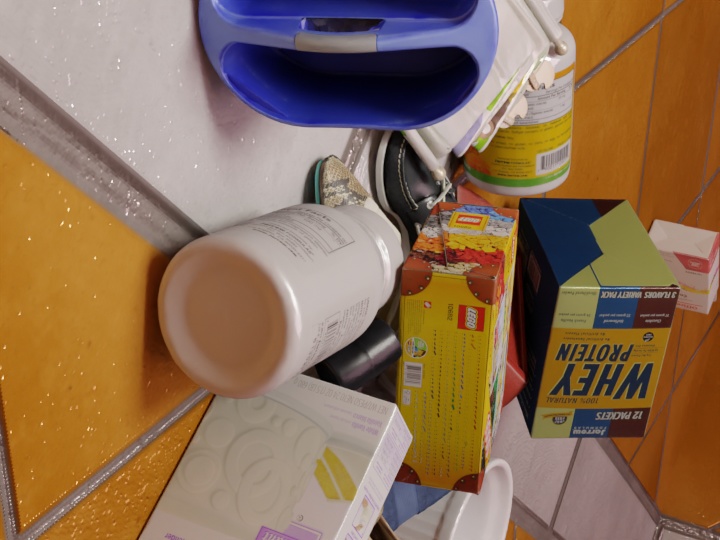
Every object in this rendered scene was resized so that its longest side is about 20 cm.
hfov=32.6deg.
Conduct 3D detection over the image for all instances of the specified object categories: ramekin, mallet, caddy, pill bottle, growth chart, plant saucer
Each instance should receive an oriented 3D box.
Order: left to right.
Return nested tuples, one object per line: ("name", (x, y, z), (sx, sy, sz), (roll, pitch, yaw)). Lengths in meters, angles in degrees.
("pill bottle", (-0.048, 0.012, 0.902), (0.200, 0.114, 0.115), (-26, 126, -61))
("mallet", (-0.008, 0.095, 1.038), (0.066, 0.041, 0.200), (-34, 166, -16))
("caddy", (-0.006, -0.167, 0.816), (0.105, 0.199, 0.142), (-67, 157, -56))
("ramekin", (0.085, 0.289, 1.350), (0.200, 0.097, 0.201), (-41, 139, -49))
("growth chart", (0.106, -0.174, 1.097), (0.200, 0.018, 0.145), (-47, 133, -15))
("plant saucer", (0.145, 0.031, 1.316), (0.200, 0.037, 0.201), (44, 43, -66))
("pill bottle", (0.157, -0.185, 1.228), (0.111, 0.111, 0.201), (-46, 142, -46))

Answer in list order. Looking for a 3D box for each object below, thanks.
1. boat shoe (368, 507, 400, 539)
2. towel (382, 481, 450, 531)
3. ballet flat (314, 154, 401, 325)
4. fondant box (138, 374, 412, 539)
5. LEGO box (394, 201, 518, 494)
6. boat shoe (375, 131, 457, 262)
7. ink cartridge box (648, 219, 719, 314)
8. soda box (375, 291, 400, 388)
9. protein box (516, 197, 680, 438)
("boat shoe", (-0.011, 0.204, 1.068), (0.200, 0.064, 0.071), (60, 18, -24))
("towel", (0.035, 0.192, 1.185), (0.200, 0.048, 0.112), (-29, 132, -25))
("ballet flat", (0.000, 0.000, 1.042), (0.068, 0.075, 0.201), (-55, 150, -62))
("fondant box", (-0.068, 0.176, 0.916), (0.201, 0.144, 0.058), (-64, 153, -24))
("LEGO box", (0.082, 0.063, 1.047), (0.149, 0.077, 0.201), (-59, 154, -62))
("boat shoe", (0.065, -0.063, 1.160), (0.076, 0.060, 0.200), (-63, 152, -23))
("ink cartridge box", (0.566, 0.007, 2.172), (0.068, 0.116, 0.200), (-61, 151, -29))
("soda box", (0.058, 0.077, 1.214), (0.064, 0.068, 0.200), (-66, 153, -18))
("protein box", (0.250, 0.051, 1.402), (0.199, 0.134, 0.201), (-101, -166, -58))
